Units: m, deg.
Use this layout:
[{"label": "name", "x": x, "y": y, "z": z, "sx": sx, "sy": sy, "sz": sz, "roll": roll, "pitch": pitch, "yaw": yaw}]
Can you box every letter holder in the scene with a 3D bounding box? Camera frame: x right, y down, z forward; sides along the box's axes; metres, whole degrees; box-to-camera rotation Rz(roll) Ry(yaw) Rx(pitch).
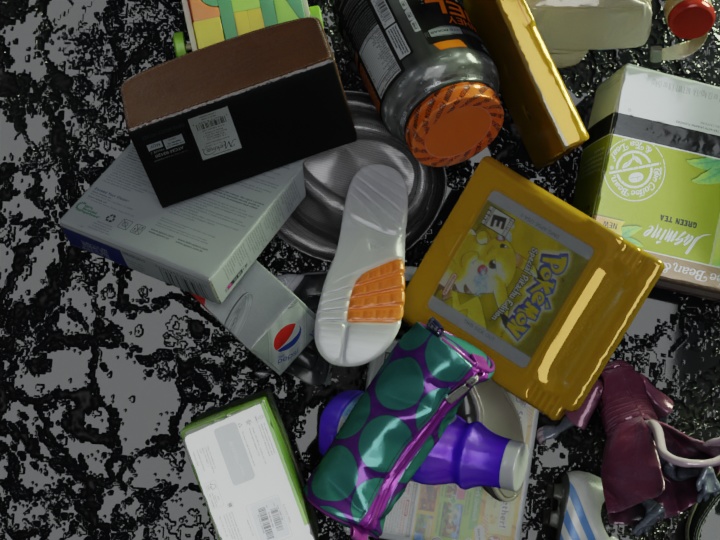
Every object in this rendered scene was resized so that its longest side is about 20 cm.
[{"label": "letter holder", "x": -0.121, "y": -0.171, "z": 1.315, "sx": 0.198, "sy": 0.101, "sz": 0.143, "roll": -19, "pitch": 45, "yaw": 0}]

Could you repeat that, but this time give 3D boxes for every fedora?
[{"label": "fedora", "x": -0.009, "y": -0.097, "z": 1.380, "sx": 0.198, "sy": 0.090, "sz": 0.179, "roll": 18, "pitch": 87, "yaw": -1}]

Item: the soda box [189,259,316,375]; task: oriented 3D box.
[{"label": "soda box", "x": -0.126, "y": 0.012, "z": 1.332, "sx": 0.068, "sy": 0.063, "sz": 0.200, "roll": -47, "pitch": 53, "yaw": -3}]

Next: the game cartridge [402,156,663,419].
[{"label": "game cartridge", "x": 0.155, "y": 0.017, "z": 1.295, "sx": 0.199, "sy": 0.032, "sz": 0.177, "roll": 33, "pitch": 96, "yaw": 21}]

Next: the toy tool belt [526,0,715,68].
[{"label": "toy tool belt", "x": 0.248, "y": -0.285, "z": 1.383, "sx": 0.197, "sy": 0.126, "sz": 0.124, "roll": -3, "pitch": 50, "yaw": 5}]

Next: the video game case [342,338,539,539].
[{"label": "video game case", "x": 0.086, "y": 0.181, "z": 1.407, "sx": 0.180, "sy": 0.023, "sz": 0.202, "roll": 9, "pitch": 86, "yaw": -2}]

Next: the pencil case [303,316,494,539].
[{"label": "pencil case", "x": 0.035, "y": 0.143, "z": 1.246, "sx": 0.085, "sy": 0.092, "sz": 0.201, "roll": 34, "pitch": 91, "yaw": -36}]

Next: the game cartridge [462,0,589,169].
[{"label": "game cartridge", "x": 0.156, "y": -0.204, "z": 1.350, "sx": 0.032, "sy": 0.176, "sz": 0.202, "roll": -23, "pitch": 89, "yaw": -2}]

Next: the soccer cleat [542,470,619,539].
[{"label": "soccer cleat", "x": 0.221, "y": 0.305, "z": 1.383, "sx": 0.085, "sy": 0.070, "sz": 0.202, "roll": 9, "pitch": 87, "yaw": -2}]

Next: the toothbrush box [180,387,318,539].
[{"label": "toothbrush box", "x": -0.101, "y": 0.198, "z": 1.309, "sx": 0.085, "sy": 0.200, "sz": 0.147, "roll": -20, "pitch": 88, "yaw": -4}]

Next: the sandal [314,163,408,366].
[{"label": "sandal", "x": 0.008, "y": 0.001, "z": 1.308, "sx": 0.078, "sy": 0.059, "sz": 0.209, "roll": 11, "pitch": 66, "yaw": 1}]

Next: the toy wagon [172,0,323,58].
[{"label": "toy wagon", "x": -0.125, "y": -0.298, "z": 1.410, "sx": 0.153, "sy": 0.040, "sz": 0.202, "roll": -11, "pitch": 88, "yaw": -3}]

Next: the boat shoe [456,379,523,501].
[{"label": "boat shoe", "x": 0.111, "y": 0.133, "z": 1.379, "sx": 0.066, "sy": 0.057, "sz": 0.202, "roll": -18, "pitch": 92, "yaw": -39}]

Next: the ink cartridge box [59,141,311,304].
[{"label": "ink cartridge box", "x": -0.158, "y": -0.077, "z": 1.337, "sx": 0.195, "sy": 0.044, "sz": 0.200, "roll": 20, "pitch": 57, "yaw": 30}]

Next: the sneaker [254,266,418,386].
[{"label": "sneaker", "x": -0.019, "y": 0.056, "z": 1.384, "sx": 0.198, "sy": 0.075, "sz": 0.115, "roll": -6, "pitch": 88, "yaw": 3}]

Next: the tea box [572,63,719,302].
[{"label": "tea box", "x": 0.323, "y": -0.080, "z": 1.373, "sx": 0.198, "sy": 0.134, "sz": 0.199, "roll": 12, "pitch": 88, "yaw": -2}]

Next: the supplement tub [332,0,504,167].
[{"label": "supplement tub", "x": 0.058, "y": -0.206, "z": 1.335, "sx": 0.121, "sy": 0.123, "sz": 0.201, "roll": -22, "pitch": 59, "yaw": -3}]

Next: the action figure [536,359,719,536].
[{"label": "action figure", "x": 0.260, "y": 0.150, "z": 1.352, "sx": 0.132, "sy": 0.150, "sz": 0.201, "roll": -11, "pitch": 55, "yaw": -15}]

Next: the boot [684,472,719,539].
[{"label": "boot", "x": 0.413, "y": 0.214, "z": 1.354, "sx": 0.203, "sy": 0.154, "sz": 0.074, "roll": -44, "pitch": 90, "yaw": -4}]

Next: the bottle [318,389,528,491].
[{"label": "bottle", "x": 0.061, "y": 0.167, "z": 1.324, "sx": 0.198, "sy": 0.083, "sz": 0.066, "roll": 11, "pitch": 109, "yaw": 23}]
